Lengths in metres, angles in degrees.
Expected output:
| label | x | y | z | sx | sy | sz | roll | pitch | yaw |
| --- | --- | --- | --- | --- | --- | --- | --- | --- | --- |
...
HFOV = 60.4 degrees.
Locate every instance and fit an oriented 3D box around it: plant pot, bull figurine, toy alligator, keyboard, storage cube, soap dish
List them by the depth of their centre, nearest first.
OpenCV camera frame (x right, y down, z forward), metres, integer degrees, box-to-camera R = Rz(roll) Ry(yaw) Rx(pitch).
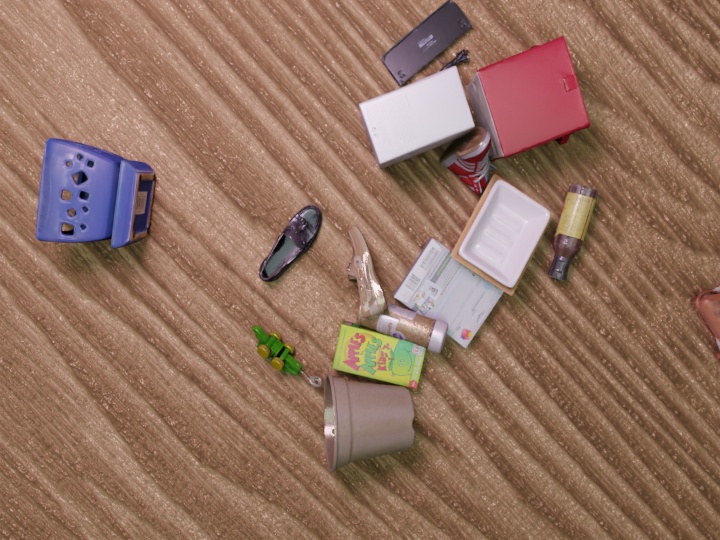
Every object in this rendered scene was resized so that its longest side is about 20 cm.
| label | x | y | z | sx | sy | sz | roll | pitch | yaw |
| --- | --- | --- | --- | --- | --- | --- | --- | --- | --- |
| storage cube | 0.331 | -0.335 | 1.251 | 0.176 | 0.171 | 0.205 | -19 | 97 | 4 |
| plant pot | -0.537 | -0.151 | 1.286 | 0.175 | 0.200 | 0.206 | 10 | 97 | -5 |
| soap dish | 0.296 | -0.074 | 1.311 | 0.155 | 0.081 | 0.203 | 31 | 82 | -3 |
| keyboard | 0.153 | -0.465 | 1.317 | 0.198 | 0.021 | 0.128 | -37 | 89 | 6 |
| plant pot | 0.018 | 0.324 | 1.344 | 0.178 | 0.200 | 0.206 | -1 | 97 | -10 |
| bull figurine | 0.812 | 0.123 | 1.350 | 0.120 | 0.065 | 0.202 | -33 | 97 | 1 |
| toy alligator | -0.173 | 0.202 | 1.391 | 0.199 | 0.060 | 0.054 | 43 | 138 | -5 |

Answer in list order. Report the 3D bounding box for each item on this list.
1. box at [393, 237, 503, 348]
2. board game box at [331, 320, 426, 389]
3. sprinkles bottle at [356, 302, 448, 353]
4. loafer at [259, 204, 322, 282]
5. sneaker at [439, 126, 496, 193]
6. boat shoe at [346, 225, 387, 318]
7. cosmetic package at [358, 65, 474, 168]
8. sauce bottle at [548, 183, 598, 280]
| label | x | y | z | sx | sy | sz | roll | pitch | yaw |
| --- | --- | --- | --- | --- | --- | --- | --- | --- | --- |
| box | 0.194 | 0.048 | 1.367 | 0.198 | 0.041 | 0.158 | 34 | 97 | -2 |
| board game box | 0.042 | 0.188 | 1.383 | 0.195 | 0.048 | 0.104 | 13 | 97 | 0 |
| sprinkles bottle | 0.090 | 0.116 | 1.343 | 0.195 | 0.068 | 0.070 | 18 | 98 | 13 |
| loafer | -0.152 | -0.054 | 1.351 | 0.071 | 0.063 | 0.201 | 38 | 96 | -4 |
| sneaker | 0.242 | -0.220 | 1.259 | 0.112 | 0.200 | 0.072 | 39 | 83 | -10 |
| boat shoe | 0.000 | 0.000 | 1.324 | 0.063 | 0.071 | 0.204 | -19 | 70 | 1 |
| cosmetic package | 0.109 | -0.299 | 1.247 | 0.196 | 0.199 | 0.126 | -22 | 96 | 4 |
| sauce bottle | 0.452 | -0.081 | 1.333 | 0.063 | 0.065 | 0.205 | 16 | 96 | -1 |
